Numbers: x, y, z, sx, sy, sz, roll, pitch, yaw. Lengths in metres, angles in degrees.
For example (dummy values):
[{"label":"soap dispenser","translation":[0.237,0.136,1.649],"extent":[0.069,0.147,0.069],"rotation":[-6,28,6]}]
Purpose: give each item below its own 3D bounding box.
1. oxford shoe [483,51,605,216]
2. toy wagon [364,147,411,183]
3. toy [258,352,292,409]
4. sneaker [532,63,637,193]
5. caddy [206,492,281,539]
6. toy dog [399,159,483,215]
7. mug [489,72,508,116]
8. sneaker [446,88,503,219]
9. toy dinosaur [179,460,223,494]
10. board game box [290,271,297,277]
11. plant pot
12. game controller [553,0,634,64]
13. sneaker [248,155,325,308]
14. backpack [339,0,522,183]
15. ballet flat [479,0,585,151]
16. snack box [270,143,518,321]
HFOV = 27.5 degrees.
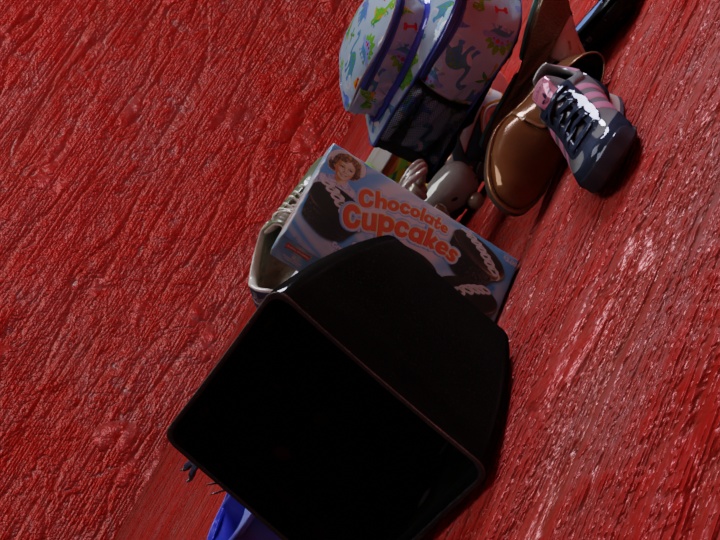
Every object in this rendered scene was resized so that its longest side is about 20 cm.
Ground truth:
[{"label":"oxford shoe","translation":[0.175,-0.136,1.381],"extent":[0.071,0.071,0.201],"rotation":[-38,19,57]},{"label":"toy wagon","translation":[0.012,-0.066,1.717],"extent":[0.155,0.039,0.201],"rotation":[-31,-38,-66]},{"label":"toy","translation":[-0.057,0.151,1.309],"extent":[0.115,0.047,0.201],"rotation":[-66,-32,-48]},{"label":"sneaker","translation":[0.180,-0.124,1.241],"extent":[0.070,0.082,0.200],"rotation":[-55,8,16]},{"label":"caddy","translation":[-0.095,0.230,1.468],"extent":[0.142,0.105,0.200],"rotation":[-58,7,-8]},{"label":"toy dog","translation":[0.063,-0.006,1.467],"extent":[0.201,0.096,0.132],"rotation":[-59,-18,15]},{"label":"mug","translation":[0.107,-0.188,1.894],"extent":[0.149,0.186,0.154],"rotation":[11,75,47]},{"label":"sneaker","translation":[0.117,-0.114,1.664],"extent":[0.078,0.079,0.202],"rotation":[-64,-16,-77]},{"label":"toy dinosaur","translation":[-0.118,0.216,1.665],"extent":[0.199,0.181,0.106],"rotation":[12,85,48]},{"label":"board game box","translation":[0.000,0.000,1.602],"extent":[0.201,0.061,0.200],"rotation":[-63,-20,-5]},{"label":"plant pot","translation":[0.004,0.091,1.146],"extent":[0.200,0.199,0.178],"rotation":[-51,-1,41]},{"label":"game controller","translation":[0.232,-0.247,1.553],"extent":[0.200,0.042,0.105],"rotation":[-47,13,51]},{"label":"sneaker","translation":[-0.065,-0.043,1.576],"extent":[0.201,0.067,0.090],"rotation":[-68,-22,-12]},{"label":"backpack","translation":[0.070,-0.232,1.515],"extent":[0.200,0.146,0.184],"rotation":[-52,25,32]},{"label":"ballet flat","translation":[0.185,-0.199,1.487],"extent":[0.068,0.072,0.201],"rotation":[-32,-36,-70]},{"label":"snack box","translation":[0.032,-0.012,1.282],"extent":[0.037,0.199,0.117],"rotation":[-50,11,53]}]
